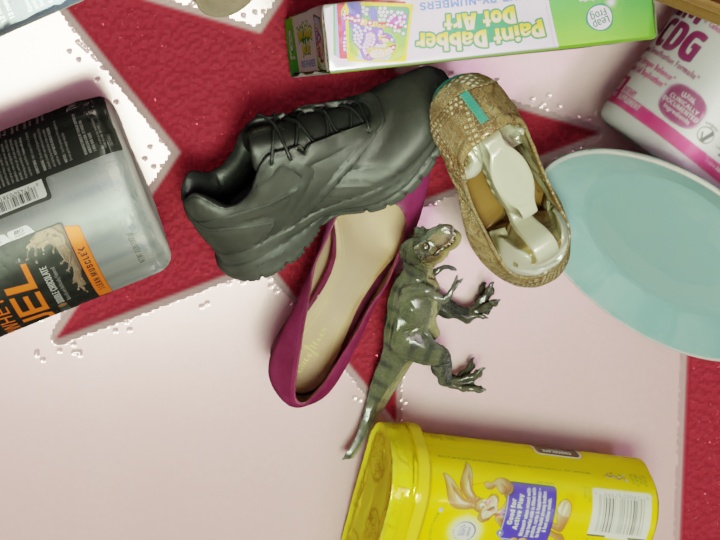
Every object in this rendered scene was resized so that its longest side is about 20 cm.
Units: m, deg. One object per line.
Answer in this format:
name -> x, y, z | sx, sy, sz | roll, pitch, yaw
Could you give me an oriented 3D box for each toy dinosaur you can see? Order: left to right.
toy dinosaur -> 0.049, 0.047, 1.282 | 0.088, 0.048, 0.201 | 3, 121, -24

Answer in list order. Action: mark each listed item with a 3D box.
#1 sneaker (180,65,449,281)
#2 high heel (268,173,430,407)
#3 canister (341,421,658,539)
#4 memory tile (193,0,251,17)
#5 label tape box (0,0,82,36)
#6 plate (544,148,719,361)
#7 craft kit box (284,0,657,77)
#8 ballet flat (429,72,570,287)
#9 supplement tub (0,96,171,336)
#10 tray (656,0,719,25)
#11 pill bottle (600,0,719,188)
sneaker -> -0.028, -0.074, 1.200 | 0.200, 0.076, 0.091 | -36, 132, 6
high heel -> 0.000, 0.000, 1.235 | 0.067, 0.096, 0.201 | 22, 100, -15
canister -> 0.097, 0.190, 1.303 | 0.199, 0.087, 0.149 | 8, 117, -14
memory tile -> -0.026, -0.250, 1.149 | 0.199, 0.017, 0.154 | -27, 141, -17
label tape box -> -0.232, -0.225, 1.149 | 0.199, 0.066, 0.144 | -24, 108, 0
plate -> 0.208, -0.015, 1.235 | 0.200, 0.200, 0.026 | 46, 62, -18
craft kit box -> 0.061, -0.151, 1.151 | 0.199, 0.198, 0.049 | -7, 99, -9
ballet flat -> 0.099, -0.042, 1.201 | 0.070, 0.065, 0.200 | -35, 133, 0
supplement tub -> -0.231, -0.023, 1.174 | 0.199, 0.123, 0.123 | -22, 108, -3
tray -> 0.235, -0.211, 1.177 | 0.099, 0.199, 0.037 | -62, 151, 0
pill bottle -> 0.263, -0.150, 1.232 | 0.113, 0.113, 0.200 | 35, 96, -17
